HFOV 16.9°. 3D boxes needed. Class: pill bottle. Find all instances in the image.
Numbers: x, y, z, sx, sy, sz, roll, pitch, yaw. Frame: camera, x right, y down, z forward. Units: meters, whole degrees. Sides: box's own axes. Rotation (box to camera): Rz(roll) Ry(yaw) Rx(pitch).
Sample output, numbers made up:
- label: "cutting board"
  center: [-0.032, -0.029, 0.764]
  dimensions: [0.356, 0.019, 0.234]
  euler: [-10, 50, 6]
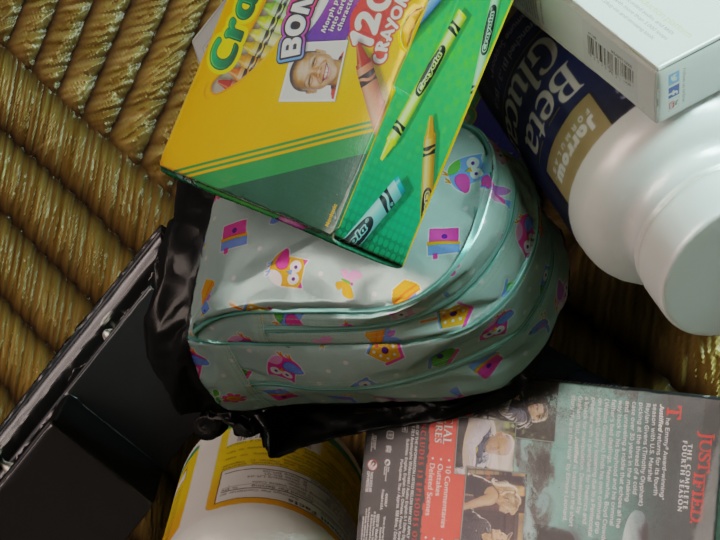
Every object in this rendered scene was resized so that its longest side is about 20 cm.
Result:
- label: "pill bottle"
  center: [0.135, -0.064, 1.150]
  dimensions: [0.111, 0.111, 0.200]
  euler: [-55, 41, 24]
- label: "pill bottle"
  center: [-0.054, 0.162, 1.312]
  dimensions: [0.113, 0.112, 0.200]
  euler: [-61, 7, 17]

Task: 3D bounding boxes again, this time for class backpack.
- label: "backpack"
  center: [0.000, 0.000, 1.199]
  dimensions: [0.199, 0.127, 0.168]
  euler: [0, 66, 25]

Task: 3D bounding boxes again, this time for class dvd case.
- label: "dvd case"
  center: [0.088, 0.125, 1.208]
  dimensions: [0.199, 0.022, 0.147]
  euler: [4, 88, 32]

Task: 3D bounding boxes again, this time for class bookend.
- label: "bookend"
  center: [-0.151, 0.091, 1.437]
  dimensions: [0.199, 0.092, 0.200]
  euler: [-51, 7, 7]

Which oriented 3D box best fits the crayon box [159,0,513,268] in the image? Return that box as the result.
- label: "crayon box"
  center: [0.000, -0.115, 1.117]
  dimensions: [0.118, 0.058, 0.201]
  euler: [22, 89, 40]

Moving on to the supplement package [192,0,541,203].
- label: "supplement package"
  center: [0.000, -0.087, 1.397]
  dimensions: [0.117, 0.116, 0.201]
  euler: [-48, 43, 31]

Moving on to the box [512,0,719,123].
- label: "box"
  center: [0.170, -0.158, 1.136]
  dimensions: [0.144, 0.199, 0.036]
  euler: [44, 151, 37]

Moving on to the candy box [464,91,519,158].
- label: "candy box"
  center: [0.056, -0.188, 1.301]
  dimensions: [0.170, 0.077, 0.201]
  euler: [-63, 36, 40]

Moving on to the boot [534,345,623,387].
- label: "boot"
  center: [0.073, 0.136, 1.261]
  dimensions: [0.090, 0.073, 0.201]
  euler: [27, 108, 36]
